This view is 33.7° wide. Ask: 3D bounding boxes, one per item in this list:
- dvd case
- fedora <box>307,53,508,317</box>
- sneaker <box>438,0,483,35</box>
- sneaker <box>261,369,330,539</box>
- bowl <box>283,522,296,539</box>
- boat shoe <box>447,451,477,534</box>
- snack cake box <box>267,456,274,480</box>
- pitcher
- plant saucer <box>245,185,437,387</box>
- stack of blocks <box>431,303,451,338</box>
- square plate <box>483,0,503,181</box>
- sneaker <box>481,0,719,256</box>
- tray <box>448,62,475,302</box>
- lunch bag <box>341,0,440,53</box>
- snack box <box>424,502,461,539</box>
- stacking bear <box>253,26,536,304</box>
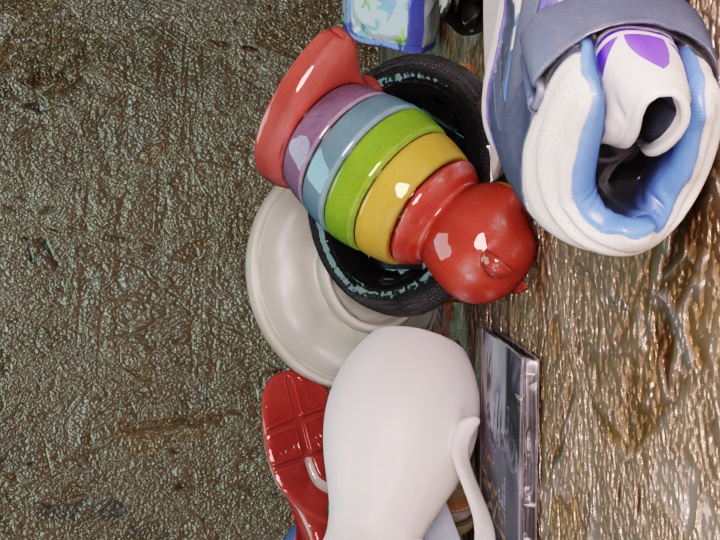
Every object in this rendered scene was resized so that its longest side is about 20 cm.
[{"bbox_3d":[0.105,0.124,0.864,0.200,0.016,0.149,-110,20,-87],"label":"dvd case"},{"bbox_3d":[0.052,-0.064,0.928,0.092,0.200,0.201,1,-91,-53],"label":"fedora"},{"bbox_3d":[0.087,-0.274,0.933,0.201,0.076,0.115,80,178,-48],"label":"sneaker"},{"bbox_3d":[-0.049,0.191,1.020,0.116,0.078,0.200,-42,63,62],"label":"sneaker"},{"bbox_3d":[0.013,0.311,1.143,0.039,0.200,0.201,138,137,-55],"label":"bowl"},{"bbox_3d":[0.074,0.147,1.114,0.200,0.075,0.068,-107,15,-48],"label":"boat shoe"},{"bbox_3d":[0.001,0.184,1.282,0.115,0.200,0.067,94,175,-71],"label":"snack cake box"},{"bbox_3d":[0.043,0.148,0.913,0.121,0.171,0.200,37,-121,-42],"label":"pitcher"},{"bbox_3d":[0.000,0.000,1.005,0.050,0.200,0.200,-8,80,56],"label":"plant saucer"},{"bbox_3d":[0.049,-0.013,1.161,0.115,0.059,0.200,63,-154,-47],"label":"stack of blocks"},{"bbox_3d":[0.104,-0.183,0.759,0.200,0.028,0.198,96,175,-73],"label":"square plate"},{"bbox_3d":[0.093,-0.104,0.417,0.146,0.081,0.200,-113,25,-65],"label":"sneaker"},{"bbox_3d":[0.090,-0.081,1.104,0.099,0.037,0.200,94,175,-65],"label":"tray"},{"bbox_3d":[0.046,-0.355,1.414,0.200,0.127,0.170,-126,37,-65],"label":"lunch bag"},{"bbox_3d":[0.027,0.237,1.056,0.169,0.068,0.200,126,128,-63],"label":"snack box"},{"bbox_3d":[0.034,-0.054,0.806,0.114,0.200,0.121,-50,-24,-3],"label":"stacking bear"}]
